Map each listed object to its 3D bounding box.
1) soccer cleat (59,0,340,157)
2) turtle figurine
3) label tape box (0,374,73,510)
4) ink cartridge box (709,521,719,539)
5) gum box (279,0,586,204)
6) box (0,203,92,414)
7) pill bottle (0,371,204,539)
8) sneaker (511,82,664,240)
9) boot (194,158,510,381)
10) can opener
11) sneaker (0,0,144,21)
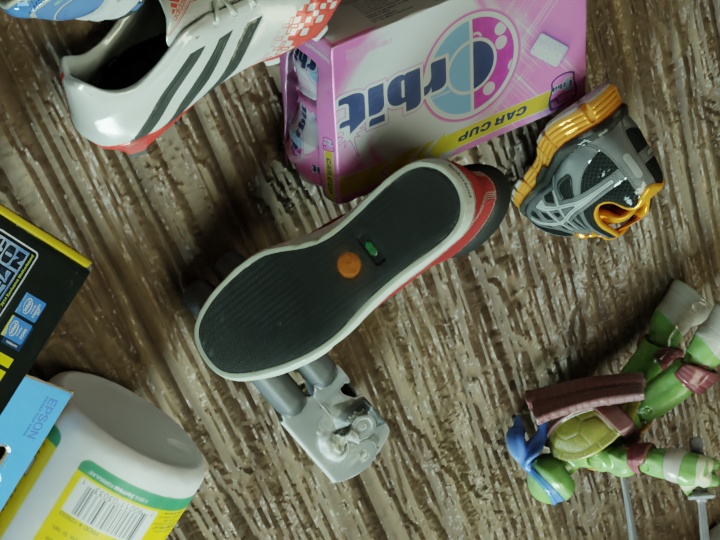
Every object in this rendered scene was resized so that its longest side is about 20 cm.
[{"bbox_3d":[-0.081,-0.143,1.218,0.200,0.069,0.085,-37,152,-4],"label":"soccer cleat"},{"bbox_3d":[0.226,0.121,1.627,0.194,0.200,0.144,-52,173,-1],"label":"turtle figurine"},{"bbox_3d":[-0.281,0.086,1.230,0.199,0.063,0.145,25,102,-47],"label":"label tape box"},{"bbox_3d":[0.360,0.262,1.837,0.076,0.148,0.201,28,101,-48],"label":"ink cartridge box"},{"bbox_3d":[0.041,-0.131,1.331,0.199,0.066,0.114,-24,133,-24],"label":"gum box"},{"bbox_3d":[-0.252,0.041,1.143,0.160,0.049,0.201,36,85,-48],"label":"box"},{"bbox_3d":[-0.189,0.172,1.337,0.112,0.113,0.201,21,106,-46],"label":"pill bottle"},{"bbox_3d":[0.152,-0.052,1.437,0.078,0.077,0.200,-37,169,-6],"label":"sneaker"},{"bbox_3d":[0.000,0.000,1.348,0.199,0.073,0.144,-33,174,16],"label":"boot"},{"bbox_3d":[-0.050,0.061,1.423,0.053,0.067,0.200,-42,125,-5],"label":"can opener"},{"bbox_3d":[-0.142,-0.212,1.110,0.077,0.076,0.201,-17,129,-35],"label":"sneaker"}]
